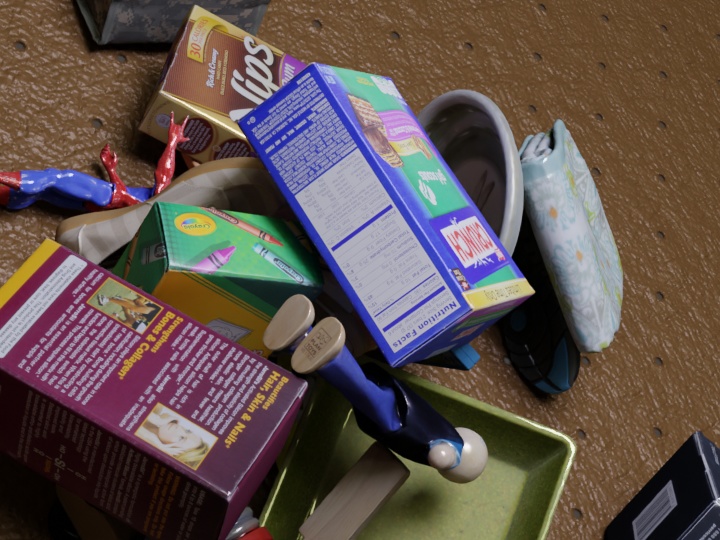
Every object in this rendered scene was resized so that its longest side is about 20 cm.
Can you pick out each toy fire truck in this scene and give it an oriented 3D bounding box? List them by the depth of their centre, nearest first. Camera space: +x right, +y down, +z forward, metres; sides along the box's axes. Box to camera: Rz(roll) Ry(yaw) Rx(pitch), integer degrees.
[{"bbox_3d":[-0.085,0.167,1.049,0.199,0.129,0.177,-22,71,-39],"label":"toy fire truck"}]

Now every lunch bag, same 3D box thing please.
[{"bbox_3d":[-0.180,-0.306,1.362,0.163,0.118,0.201,-5,55,-36],"label":"lunch bag"}]

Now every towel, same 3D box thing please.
[{"bbox_3d":[0.187,-0.036,1.334,0.200,0.048,0.172,-52,120,-71],"label":"towel"}]

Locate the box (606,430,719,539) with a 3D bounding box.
[{"bbox_3d":[0.306,0.257,1.205,0.196,0.124,0.200,40,12,1],"label":"box"}]

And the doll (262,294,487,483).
[{"bbox_3d":[0.022,0.095,1.040,0.200,0.049,0.136,41,-4,-39],"label":"doll"}]

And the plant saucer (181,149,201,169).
[{"bbox_3d":[-0.073,-0.102,1.335,0.199,0.037,0.201,18,49,-22],"label":"plant saucer"}]

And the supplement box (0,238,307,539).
[{"bbox_3d":[-0.150,0.083,0.969,0.199,0.086,0.111,29,46,6],"label":"supplement box"}]

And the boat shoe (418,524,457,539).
[{"bbox_3d":[0.110,0.256,1.166,0.200,0.070,0.072,28,46,-15],"label":"boat shoe"}]

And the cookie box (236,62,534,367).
[{"bbox_3d":[0.023,-0.041,1.079,0.201,0.075,0.171,57,18,8],"label":"cookie box"}]

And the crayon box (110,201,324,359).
[{"bbox_3d":[-0.124,0.037,1.078,0.118,0.200,0.059,7,52,-30],"label":"crayon box"}]

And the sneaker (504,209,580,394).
[{"bbox_3d":[0.169,0.017,1.386,0.082,0.073,0.201,11,56,-43],"label":"sneaker"}]

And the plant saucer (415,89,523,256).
[{"bbox_3d":[0.084,-0.046,1.262,0.050,0.200,0.201,10,53,-31],"label":"plant saucer"}]

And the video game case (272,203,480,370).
[{"bbox_3d":[0.000,0.000,1.211,0.018,0.143,0.200,-45,104,-15],"label":"video game case"}]

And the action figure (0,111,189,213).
[{"bbox_3d":[-0.211,-0.084,1.201,0.199,0.065,0.100,16,67,-25],"label":"action figure"}]

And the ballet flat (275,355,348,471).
[{"bbox_3d":[-0.035,0.083,1.199,0.066,0.067,0.201,13,52,-20],"label":"ballet flat"}]

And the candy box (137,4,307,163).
[{"bbox_3d":[-0.077,-0.126,1.286,0.199,0.057,0.117,26,47,-14],"label":"candy box"}]

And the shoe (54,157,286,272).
[{"bbox_3d":[-0.140,-0.029,1.146,0.070,0.199,0.054,50,28,-49],"label":"shoe"}]

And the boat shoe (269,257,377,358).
[{"bbox_3d":[-0.064,0.023,1.157,0.068,0.199,0.075,-42,127,-39],"label":"boat shoe"}]

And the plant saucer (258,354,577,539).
[{"bbox_3d":[0.033,0.184,1.119,0.199,0.048,0.201,21,70,7],"label":"plant saucer"}]
